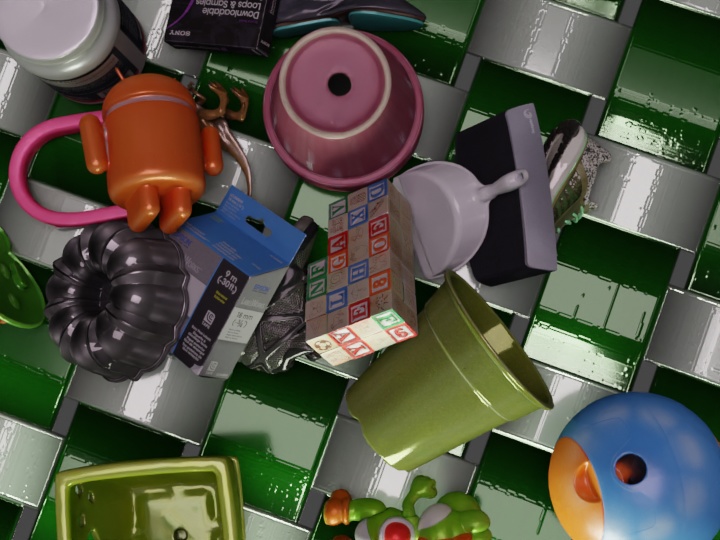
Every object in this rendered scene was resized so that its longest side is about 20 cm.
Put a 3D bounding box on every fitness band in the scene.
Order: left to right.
[{"bbox_3d":[-0.342,-0.127,1.377,0.200,0.037,0.144,-8,86,1],"label":"fitness band"}]

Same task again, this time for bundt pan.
[{"bbox_3d":[-0.301,0.032,1.298,0.202,0.076,0.202,-7,77,33],"label":"bundt pan"}]

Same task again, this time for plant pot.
[{"bbox_3d":[-0.227,0.313,1.270,0.199,0.181,0.200,-5,86,2],"label":"plant pot"},{"bbox_3d":[-0.024,-0.203,1.296,0.200,0.179,0.200,0,86,3],"label":"plant pot"},{"bbox_3d":[0.091,0.136,1.278,0.190,0.200,0.200,-39,85,12],"label":"plant pot"}]

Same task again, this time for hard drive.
[{"bbox_3d":[0.168,-0.087,1.302,0.042,0.135,0.200,-2,82,-33],"label":"hard drive"}]

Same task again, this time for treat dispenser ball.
[{"bbox_3d":[0.315,0.238,1.238,0.200,0.201,0.201,0,86,3],"label":"treat dispenser ball"}]

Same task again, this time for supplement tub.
[{"bbox_3d":[-0.345,-0.286,1.305,0.140,0.200,0.141,0,86,3],"label":"supplement tub"}]

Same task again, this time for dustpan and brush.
[{"bbox_3d":[0.124,-0.080,1.294,0.057,0.200,0.140,-16,84,-29],"label":"dustpan and brush"}]

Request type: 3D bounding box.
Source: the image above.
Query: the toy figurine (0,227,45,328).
[{"bbox_3d":[-0.511,0.045,1.336,0.184,0.150,0.200,-39,53,11],"label":"toy figurine"}]

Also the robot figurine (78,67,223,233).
[{"bbox_3d":[-0.243,-0.145,1.287,0.144,0.117,0.200,-12,71,7],"label":"robot figurine"}]

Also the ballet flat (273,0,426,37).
[{"bbox_3d":[-0.019,-0.333,1.360,0.200,0.073,0.073,-2,86,5],"label":"ballet flat"}]

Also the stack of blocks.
[{"bbox_3d":[0.000,0.000,1.280,0.115,0.059,0.200,-22,46,24],"label":"stack of blocks"}]

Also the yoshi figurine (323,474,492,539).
[{"bbox_3d":[0.063,0.307,1.315,0.200,0.113,0.112,-4,45,16],"label":"yoshi figurine"}]

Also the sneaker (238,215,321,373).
[{"bbox_3d":[-0.077,0.038,1.336,0.114,0.076,0.200,25,91,2],"label":"sneaker"}]

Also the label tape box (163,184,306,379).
[{"bbox_3d":[-0.175,0.007,1.303,0.144,0.063,0.200,33,99,33],"label":"label tape box"}]

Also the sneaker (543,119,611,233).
[{"bbox_3d":[0.249,-0.078,1.333,0.089,0.077,0.200,23,95,-16],"label":"sneaker"}]

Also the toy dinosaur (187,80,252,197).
[{"bbox_3d":[-0.179,-0.177,1.372,0.200,0.060,0.106,39,115,7],"label":"toy dinosaur"}]

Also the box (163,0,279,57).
[{"bbox_3d":[-0.161,-0.372,1.361,0.143,0.036,0.200,9,88,26],"label":"box"}]
